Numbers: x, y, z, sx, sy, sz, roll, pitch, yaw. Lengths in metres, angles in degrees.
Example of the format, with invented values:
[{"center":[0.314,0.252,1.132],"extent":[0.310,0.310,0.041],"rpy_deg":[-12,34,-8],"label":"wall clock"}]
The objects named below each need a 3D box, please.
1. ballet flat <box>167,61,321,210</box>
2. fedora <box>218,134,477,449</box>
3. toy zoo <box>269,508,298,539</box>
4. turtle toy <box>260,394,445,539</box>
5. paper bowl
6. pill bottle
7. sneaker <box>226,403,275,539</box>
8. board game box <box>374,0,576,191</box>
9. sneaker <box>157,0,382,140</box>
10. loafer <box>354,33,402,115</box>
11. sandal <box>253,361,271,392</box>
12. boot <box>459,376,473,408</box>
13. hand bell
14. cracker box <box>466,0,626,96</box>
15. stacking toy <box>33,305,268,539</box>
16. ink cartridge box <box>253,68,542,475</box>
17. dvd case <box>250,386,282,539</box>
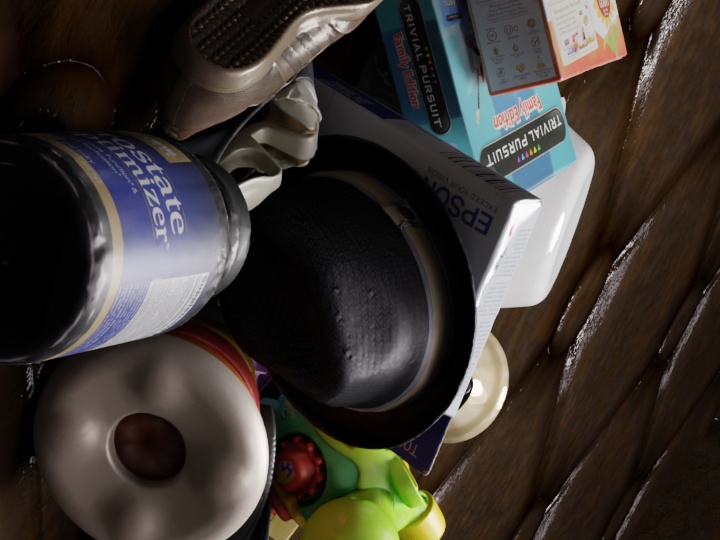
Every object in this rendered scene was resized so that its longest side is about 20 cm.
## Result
[{"center":[-0.067,-0.075,1.242],"extent":[0.200,0.073,0.073],"rpy_deg":[-44,156,-44],"label":"ballet flat"},{"center":[-0.026,0.017,1.264],"extent":[0.091,0.200,0.202],"rpy_deg":[-7,125,-51],"label":"fedora"},{"center":[-0.032,0.150,1.617],"extent":[0.132,0.020,0.200],"rpy_deg":[-54,-178,-2],"label":"toy zoo"},{"center":[-0.014,0.146,1.427],"extent":[0.101,0.200,0.146],"rpy_deg":[-30,122,-3],"label":"turtle toy"},{"center":[0.125,-0.051,1.693],"extent":[0.201,0.104,0.202],"rpy_deg":[21,90,-82],"label":"paper bowl"},{"center":[-0.136,-0.017,1.068],"extent":[0.112,0.111,0.200],"rpy_deg":[-66,162,14],"label":"pill bottle"},{"center":[-0.128,0.169,1.388],"extent":[0.060,0.103,0.201],"rpy_deg":[-103,-153,-56],"label":"sneaker"},{"center":[0.074,-0.147,1.381],"extent":[0.151,0.047,0.201],"rpy_deg":[-31,108,-57],"label":"board game box"},{"center":[-0.055,-0.143,1.212],"extent":[0.200,0.070,0.076],"rpy_deg":[-37,169,-46],"label":"sneaker"},{"center":[0.022,-0.112,1.449],"extent":[0.200,0.075,0.070],"rpy_deg":[-52,176,-28],"label":"loafer"},{"center":[-0.095,0.087,1.432],"extent":[0.202,0.050,0.083],"rpy_deg":[-38,151,-53],"label":"sandal"},{"center":[0.027,0.060,1.423],"extent":[0.077,0.139,0.200],"rpy_deg":[-14,157,-9],"label":"boot"},{"center":[0.031,0.071,1.630],"extent":[0.105,0.104,0.200],"rpy_deg":[-62,149,2],"label":"hand bell"},{"center":[0.110,-0.226,1.360],"extent":[0.134,0.057,0.202],"rpy_deg":[-25,104,-61],"label":"cracker box"},{"center":[-0.110,0.078,1.300],"extent":[0.200,0.145,0.147],"rpy_deg":[-60,171,-67],"label":"stacking toy"},{"center":[0.000,0.000,1.328],"extent":[0.043,0.196,0.201],"rpy_deg":[-1,118,-54],"label":"ink cartridge box"},{"center":[-0.086,0.208,1.529],"extent":[0.201,0.025,0.151],"rpy_deg":[-85,-173,-50],"label":"dvd case"}]
